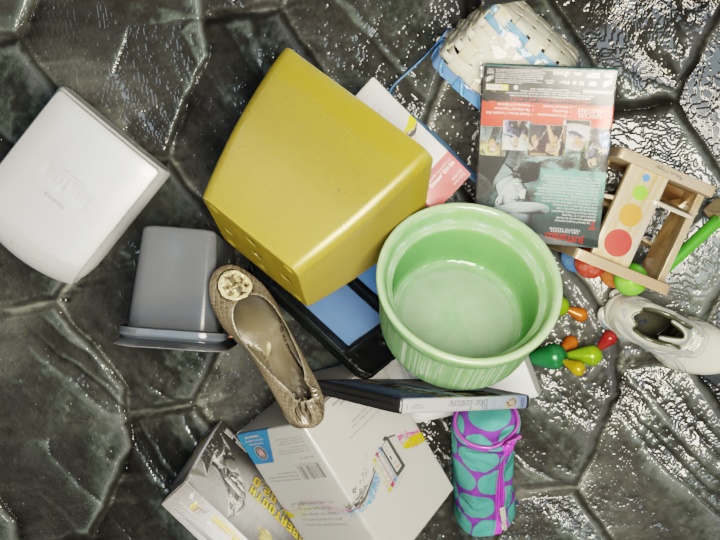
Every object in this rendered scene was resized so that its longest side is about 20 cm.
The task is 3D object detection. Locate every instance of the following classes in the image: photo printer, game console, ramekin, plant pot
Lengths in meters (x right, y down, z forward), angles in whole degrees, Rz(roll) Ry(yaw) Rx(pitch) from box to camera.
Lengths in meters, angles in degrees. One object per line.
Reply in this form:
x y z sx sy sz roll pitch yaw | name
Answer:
-0.358 -0.096 0.993 0.166 0.069 0.200 40 94 -7 | photo printer
0.000 0.000 0.974 0.200 0.176 0.117 42 125 14 | game console
0.113 0.033 0.898 0.199 0.098 0.201 2 58 -3 | ramekin
-0.058 -0.081 0.898 0.200 0.200 0.176 39 77 12 | plant pot

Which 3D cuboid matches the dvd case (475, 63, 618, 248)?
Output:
0.203 -0.127 0.909 0.145 0.022 0.201 5 111 14 | dvd case

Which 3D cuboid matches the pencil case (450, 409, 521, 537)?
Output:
0.157 0.246 1.017 0.085 0.092 0.201 -26 133 -20 | pencil case

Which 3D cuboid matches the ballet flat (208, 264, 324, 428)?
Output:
-0.097 0.079 0.868 0.067 0.046 0.200 -28 86 -24 | ballet flat

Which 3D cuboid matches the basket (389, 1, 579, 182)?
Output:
0.153 -0.217 0.976 0.176 0.139 0.200 41 122 -9 | basket

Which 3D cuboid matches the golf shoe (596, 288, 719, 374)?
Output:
0.406 0.090 1.042 0.199 0.097 0.079 21 95 -7 | golf shoe

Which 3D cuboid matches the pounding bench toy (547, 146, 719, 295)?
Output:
0.358 -0.043 1.006 0.199 0.124 0.157 21 97 -5 | pounding bench toy

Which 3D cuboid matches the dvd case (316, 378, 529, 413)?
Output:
0.070 0.138 0.904 0.199 0.142 0.018 6 88 -39 | dvd case

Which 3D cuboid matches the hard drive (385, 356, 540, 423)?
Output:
0.109 0.117 1.024 0.199 0.026 0.132 -18 100 26 | hard drive

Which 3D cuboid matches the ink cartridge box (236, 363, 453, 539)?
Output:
-0.017 0.234 0.992 0.145 0.147 0.200 -37 101 -41 | ink cartridge box

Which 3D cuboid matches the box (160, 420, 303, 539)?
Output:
-0.139 0.301 1.013 0.048 0.158 0.200 -42 97 14 | box

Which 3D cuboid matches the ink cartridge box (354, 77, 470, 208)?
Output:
0.029 -0.160 0.977 0.200 0.116 0.068 43 88 -8 | ink cartridge box

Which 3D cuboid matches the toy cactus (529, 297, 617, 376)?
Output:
0.213 0.092 1.043 0.200 0.102 0.165 27 106 -15 | toy cactus

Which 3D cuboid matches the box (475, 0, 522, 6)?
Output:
0.191 -0.349 0.917 0.160 0.200 0.044 -9 119 -2 | box

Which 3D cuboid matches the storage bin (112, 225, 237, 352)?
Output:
-0.199 0.022 0.962 0.145 0.200 0.135 5 88 -3 | storage bin
